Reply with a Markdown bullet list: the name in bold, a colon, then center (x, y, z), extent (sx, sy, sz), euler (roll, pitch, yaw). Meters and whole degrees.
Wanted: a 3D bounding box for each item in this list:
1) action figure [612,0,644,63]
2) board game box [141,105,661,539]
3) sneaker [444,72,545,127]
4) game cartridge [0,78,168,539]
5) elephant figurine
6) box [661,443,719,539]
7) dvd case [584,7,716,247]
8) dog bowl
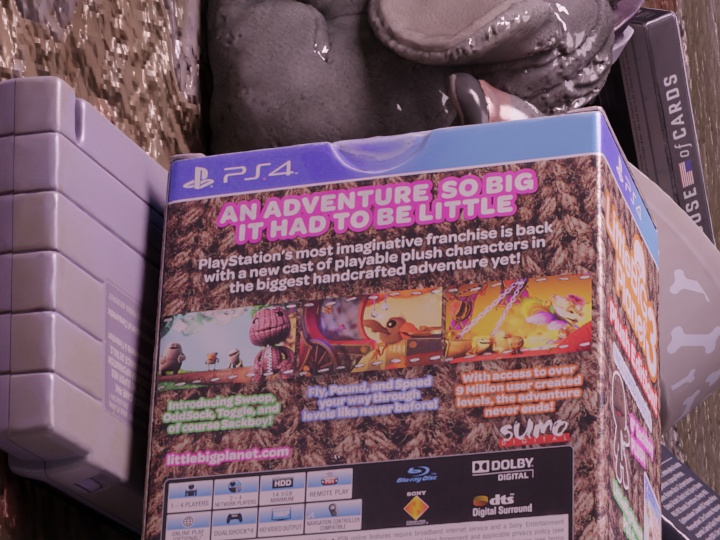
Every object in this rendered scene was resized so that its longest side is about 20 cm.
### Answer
- **action figure**: center (0.073, -0.071, 1.425), extent (0.069, 0.130, 0.200), euler (-54, 166, -36)
- **board game box**: center (0.017, 0.060, 1.009), extent (0.097, 0.159, 0.200), euler (55, 33, -59)
- **sneaker**: center (0.000, 0.000, 1.166), extent (0.082, 0.200, 0.077), euler (38, 11, -17)
- **game cartridge**: center (-0.083, 0.026, 1.046), extent (0.200, 0.038, 0.130), euler (44, 47, -64)
- **elephant figurine**: center (0.042, -0.086, 1.223), extent (0.142, 0.200, 0.155), euler (29, 57, -69)
- **box**: center (0.107, 0.164, 1.283), extent (0.200, 0.148, 0.107), euler (43, 14, 10)
- **dvd case**: center (0.105, -0.066, 1.489), extent (0.025, 0.200, 0.150), euler (-22, 110, -27)
- **dog bowl**: center (0.088, 0.004, 1.380), extent (0.059, 0.200, 0.200), euler (-51, 143, -20)
